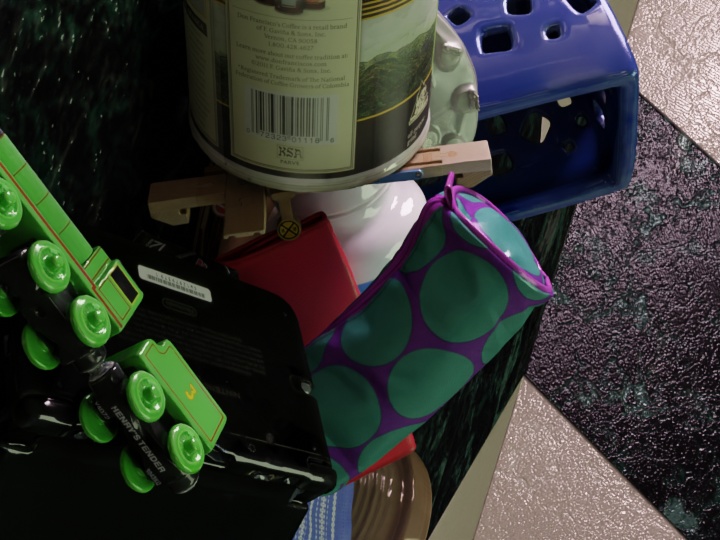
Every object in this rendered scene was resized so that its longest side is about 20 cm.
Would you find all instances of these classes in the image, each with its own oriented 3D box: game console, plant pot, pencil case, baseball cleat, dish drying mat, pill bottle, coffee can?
[{"bbox_3d":[-0.120,0.089,0.660,0.199,0.116,0.178,22,43,-45],"label":"game console"},{"bbox_3d":[-0.048,0.198,1.043,0.093,0.200,0.202,42,59,-31],"label":"plant pot"},{"bbox_3d":[0.096,-0.156,1.017,0.200,0.197,0.182,67,8,-67],"label":"plant pot"},{"bbox_3d":[0.015,0.043,0.751,0.200,0.092,0.085,-44,-166,20],"label":"pencil case"},{"bbox_3d":[0.015,-0.165,0.863,0.069,0.106,0.201,-31,121,-7],"label":"baseball cleat"},{"bbox_3d":[-0.025,0.057,0.825,0.018,0.076,0.201,56,-11,53],"label":"dish drying mat"},{"bbox_3d":[0.000,0.000,0.874,0.113,0.111,0.202,-59,144,-42],"label":"pill bottle"},{"bbox_3d":[-0.027,-0.166,0.703,0.202,0.145,0.147,93,20,-44],"label":"coffee can"}]

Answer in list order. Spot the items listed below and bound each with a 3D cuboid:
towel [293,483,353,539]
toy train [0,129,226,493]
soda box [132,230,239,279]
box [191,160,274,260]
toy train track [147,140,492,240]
[{"bbox_3d":[-0.040,0.167,0.885,0.200,0.024,0.147,46,45,-66],"label":"towel"},{"bbox_3d":[-0.124,0.010,0.554,0.201,0.041,0.057,57,28,-20],"label":"toy train"},{"bbox_3d":[-0.113,0.077,0.799,0.063,0.070,0.201,-53,156,-39],"label":"soda box"},{"bbox_3d":[-0.067,-0.040,0.931,0.200,0.021,0.165,-32,138,-69],"label":"box"},{"bbox_3d":[-0.022,-0.044,0.758,0.115,0.197,0.033,-94,176,-56],"label":"toy train track"}]
